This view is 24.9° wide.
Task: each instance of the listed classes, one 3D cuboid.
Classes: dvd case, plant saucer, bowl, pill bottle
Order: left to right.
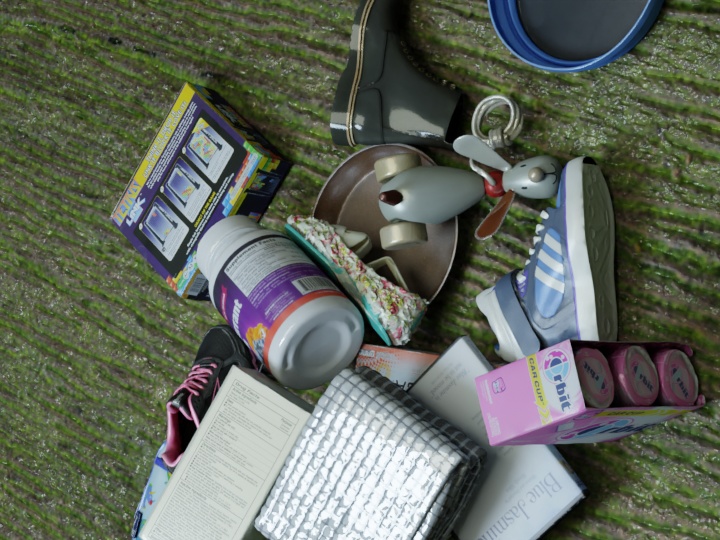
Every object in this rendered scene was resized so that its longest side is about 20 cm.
[{"bbox_3d":[-0.092,0.027,1.729,0.200,0.111,0.112,45,111,41],"label":"pill bottle"},{"bbox_3d":[0.030,-0.036,1.754,0.199,0.034,0.202,-6,80,38],"label":"plant saucer"},{"bbox_3d":[0.114,0.184,1.593,0.143,0.018,0.200,-47,68,24],"label":"dvd case"},{"bbox_3d":[0.220,-0.296,1.638,0.200,0.039,0.202,-6,81,37],"label":"bowl"}]

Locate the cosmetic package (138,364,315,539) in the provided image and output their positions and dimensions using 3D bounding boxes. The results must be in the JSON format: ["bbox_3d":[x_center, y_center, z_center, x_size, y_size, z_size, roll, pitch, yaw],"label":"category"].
[{"bbox_3d":[-0.126,0.208,1.650,0.103,0.073,0.201,31,91,19],"label":"cosmetic package"}]

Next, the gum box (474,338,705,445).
[{"bbox_3d":[0.215,0.112,1.494,0.113,0.199,0.067,-27,69,40],"label":"gum box"}]

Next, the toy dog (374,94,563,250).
[{"bbox_3d":[0.094,-0.085,1.635,0.199,0.096,0.132,-31,82,13],"label":"toy dog"}]

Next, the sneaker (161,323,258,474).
[{"bbox_3d":[-0.173,0.143,1.788,0.079,0.095,0.201,-9,60,30],"label":"sneaker"}]

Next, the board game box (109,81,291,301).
[{"bbox_3d":[-0.191,-0.092,1.918,0.165,0.057,0.201,45,111,35],"label":"board game box"}]

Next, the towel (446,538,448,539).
[{"bbox_3d":[0.043,0.246,1.619,0.086,0.018,0.201,-24,79,32],"label":"towel"}]

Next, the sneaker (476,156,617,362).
[{"bbox_3d":[0.172,-0.005,1.610,0.146,0.080,0.201,-7,85,33],"label":"sneaker"}]

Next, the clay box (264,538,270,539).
[{"bbox_3d":[-0.121,0.340,1.722,0.200,0.115,0.048,-40,24,7],"label":"clay box"}]

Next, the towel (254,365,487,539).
[{"bbox_3d":[0.013,0.215,1.580,0.165,0.085,0.201,35,108,25],"label":"towel"}]

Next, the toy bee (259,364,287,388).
[{"bbox_3d":[-0.070,0.186,1.732,0.200,0.109,0.131,37,92,17],"label":"toy bee"}]

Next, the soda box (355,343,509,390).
[{"bbox_3d":[0.088,0.120,1.670,0.199,0.063,0.069,7,89,39],"label":"soda box"}]

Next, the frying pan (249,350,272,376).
[{"bbox_3d":[-0.083,0.071,1.812,0.190,0.031,0.116,21,108,48],"label":"frying pan"}]

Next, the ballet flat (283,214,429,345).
[{"bbox_3d":[0.000,0.000,1.721,0.064,0.076,0.200,-39,63,-8],"label":"ballet flat"}]

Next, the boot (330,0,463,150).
[{"bbox_3d":[0.057,-0.218,1.749,0.138,0.077,0.201,8,75,16],"label":"boot"}]

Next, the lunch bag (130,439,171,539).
[{"bbox_3d":[-0.160,0.281,1.831,0.199,0.082,0.162,23,95,36],"label":"lunch bag"}]
